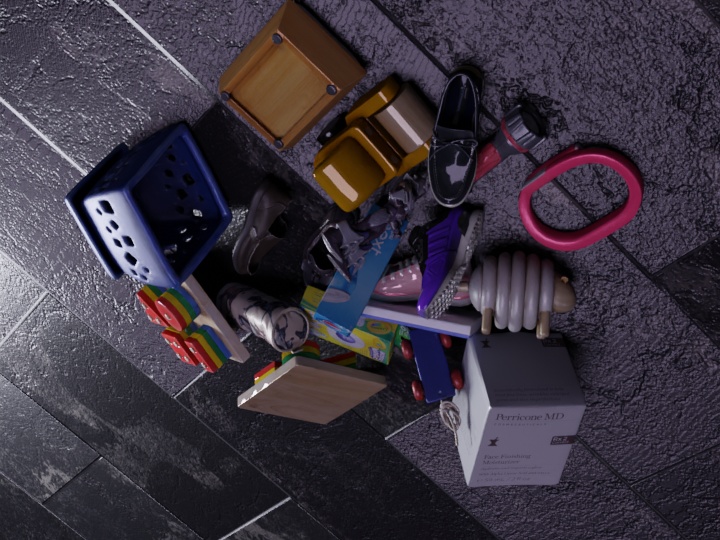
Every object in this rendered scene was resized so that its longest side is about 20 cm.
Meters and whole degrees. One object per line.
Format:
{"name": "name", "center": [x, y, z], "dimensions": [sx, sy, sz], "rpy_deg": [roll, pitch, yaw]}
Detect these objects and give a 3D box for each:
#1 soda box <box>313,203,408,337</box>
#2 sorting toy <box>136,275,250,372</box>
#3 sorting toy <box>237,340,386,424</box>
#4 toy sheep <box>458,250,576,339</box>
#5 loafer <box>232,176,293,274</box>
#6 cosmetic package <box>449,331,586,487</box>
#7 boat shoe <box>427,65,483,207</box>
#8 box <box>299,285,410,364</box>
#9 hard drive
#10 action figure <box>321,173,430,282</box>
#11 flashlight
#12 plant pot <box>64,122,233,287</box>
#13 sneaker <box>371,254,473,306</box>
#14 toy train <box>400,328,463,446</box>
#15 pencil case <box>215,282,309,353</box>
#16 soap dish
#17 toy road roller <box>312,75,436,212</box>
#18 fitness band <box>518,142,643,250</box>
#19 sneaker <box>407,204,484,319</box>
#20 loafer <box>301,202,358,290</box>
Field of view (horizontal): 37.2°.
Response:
{"name": "soda box", "center": [0.000, 0.000, 1.703], "dimensions": [0.067, 0.202, 0.064], "rpy_deg": [28, 167, 0]}
{"name": "sorting toy", "center": [-0.319, 0.090, 1.935], "dimensions": [0.199, 0.070, 0.200], "rpy_deg": [9, 137, 58]}
{"name": "sorting toy", "center": [-0.090, 0.197, 1.938], "dimensions": [0.198, 0.070, 0.198], "rpy_deg": [17, 143, -34]}
{"name": "toy sheep", "center": [0.238, 0.035, 1.670], "dimensions": [0.197, 0.139, 0.139], "rpy_deg": [5, 130, 3]}
{"name": "loafer", "center": [-0.164, -0.062, 1.809], "dimensions": [0.071, 0.073, 0.201], "rpy_deg": [26, 132, 5]}
{"name": "cosmetic package", "center": [0.253, 0.228, 1.764], "dimensions": [0.162, 0.166, 0.202], "rpy_deg": [-1, 132, -9]}
{"name": "boat shoe", "center": [0.134, -0.190, 1.525], "dimensions": [0.074, 0.062, 0.203], "rpy_deg": [11, 100, 12]}
{"name": "box", "center": [-0.009, 0.101, 1.864], "dimensions": [0.198, 0.049, 0.118], "rpy_deg": [19, 157, 7]}
{"name": "hard drive", "center": [0.098, 0.072, 1.768], "dimensions": [0.197, 0.132, 0.026], "rpy_deg": [11, 99, 16]}
{"name": "action figure", "center": [0.036, -0.077, 1.623], "dimensions": [0.069, 0.199, 0.130], "rpy_deg": [46, 167, 18]}
{"name": "flashlight", "center": [0.185, -0.165, 1.573], "dimensions": [0.067, 0.069, 0.199], "rpy_deg": [28, 133, -29]}
{"name": "plant pot", "center": [-0.361, -0.103, 1.787], "dimensions": [0.178, 0.201, 0.201], "rpy_deg": [-3, 126, 32]}
{"name": "sneaker", "center": [0.091, -0.005, 1.745], "dimensions": [0.197, 0.076, 0.106], "rpy_deg": [5, 126, 17]}
{"name": "toy train", "center": [0.132, 0.197, 1.805], "dimensions": [0.084, 0.116, 0.203], "rpy_deg": [-16, 81, 4]}
{"name": "pencil case", "center": [-0.172, 0.084, 1.875], "dimensions": [0.199, 0.078, 0.090], "rpy_deg": [20, 137, 48]}
{"name": "soap dish", "center": [-0.110, -0.284, 1.604], "dimensions": [0.157, 0.082, 0.200], "rpy_deg": [42, 132, -12]}
{"name": "toy road roller", "center": [0.014, -0.175, 1.591], "dimensions": [0.123, 0.147, 0.199], "rpy_deg": [45, 130, -16]}
{"name": "fitness band", "center": [0.323, -0.107, 1.587], "dimensions": [0.144, 0.038, 0.199], "rpy_deg": [43, 132, -16]}
{"name": "sneaker", "center": [0.113, -0.019, 1.650], "dimensions": [0.098, 0.202, 0.070], "rpy_deg": [20, 154, 16]}
{"name": "loafer", "center": [-0.062, -0.031, 1.796], "dimensions": [0.071, 0.063, 0.201], "rpy_deg": [27, 132, 1]}
